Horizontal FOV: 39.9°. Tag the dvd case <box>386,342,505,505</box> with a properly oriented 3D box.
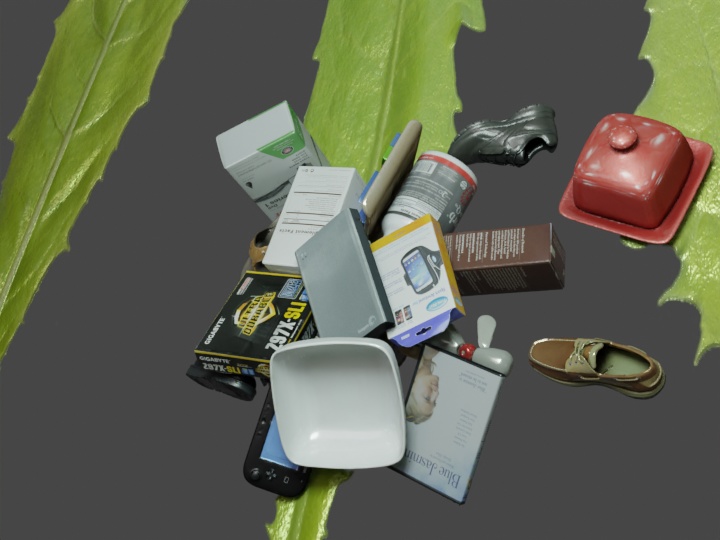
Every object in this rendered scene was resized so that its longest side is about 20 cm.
[{"bbox_3d":[0.123,0.224,1.468,0.142,0.017,0.202,20,96,34],"label":"dvd case"}]

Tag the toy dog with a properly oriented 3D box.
[{"bbox_3d":[0.151,0.117,1.531,0.200,0.096,0.132,47,111,27],"label":"toy dog"}]

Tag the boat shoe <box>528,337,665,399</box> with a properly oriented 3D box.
[{"bbox_3d":[0.340,0.128,1.438,0.199,0.074,0.076,8,64,29],"label":"boat shoe"}]

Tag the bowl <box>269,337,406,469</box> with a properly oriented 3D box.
[{"bbox_3d":[-0.025,0.189,1.481,0.198,0.202,0.075,-3,16,17],"label":"bowl"}]

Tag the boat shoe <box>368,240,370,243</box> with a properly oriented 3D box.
[{"bbox_3d":[-0.001,0.001,1.590,0.074,0.065,0.203,3,58,-24],"label":"boat shoe"}]

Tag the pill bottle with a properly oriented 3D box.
[{"bbox_3d":[0.105,-0.089,1.661,0.115,0.116,0.201,19,71,34],"label":"pill bottle"}]

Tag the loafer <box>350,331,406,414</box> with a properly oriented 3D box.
[{"bbox_3d":[0.018,0.147,1.582,0.068,0.076,0.201,25,74,29],"label":"loafer"}]

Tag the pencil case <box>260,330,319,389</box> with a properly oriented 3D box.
[{"bbox_3d":[-0.069,0.138,1.627,0.200,0.078,0.090,-41,73,-2],"label":"pencil case"}]

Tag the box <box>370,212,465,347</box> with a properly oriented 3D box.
[{"bbox_3d":[0.085,0.023,1.512,0.118,0.041,0.201,-27,56,21],"label":"box"}]

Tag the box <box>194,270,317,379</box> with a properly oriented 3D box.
[{"bbox_3d":[-0.153,0.086,1.605,0.158,0.050,0.201,7,42,21],"label":"box"}]

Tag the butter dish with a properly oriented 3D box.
[{"bbox_3d":[0.417,-0.170,1.540,0.198,0.148,0.201,20,71,35],"label":"butter dish"}]

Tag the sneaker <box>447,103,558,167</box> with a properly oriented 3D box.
[{"bbox_3d":[0.244,-0.215,1.702,0.199,0.076,0.091,-20,61,17],"label":"sneaker"}]

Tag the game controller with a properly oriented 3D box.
[{"bbox_3d":[-0.110,0.250,1.557,0.104,0.042,0.202,18,87,10],"label":"game controller"}]

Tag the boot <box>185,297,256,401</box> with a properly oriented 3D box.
[{"bbox_3d":[-0.204,0.124,1.676,0.200,0.076,0.169,3,61,57],"label":"boot"}]

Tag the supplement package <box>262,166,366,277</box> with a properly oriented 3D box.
[{"bbox_3d":[-0.065,-0.065,1.724,0.119,0.121,0.201,5,63,28],"label":"supplement package"}]

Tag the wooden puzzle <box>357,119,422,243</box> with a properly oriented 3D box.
[{"bbox_3d":[0.041,-0.141,1.670,0.046,0.200,0.186,26,73,10],"label":"wooden puzzle"}]

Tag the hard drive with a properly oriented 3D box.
[{"bbox_3d":[-0.026,0.025,1.539,0.139,0.033,0.201,-38,60,36],"label":"hard drive"}]

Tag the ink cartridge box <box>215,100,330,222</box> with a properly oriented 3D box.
[{"bbox_3d":[-0.147,-0.192,1.795,0.145,0.200,0.085,-26,56,10],"label":"ink cartridge box"}]

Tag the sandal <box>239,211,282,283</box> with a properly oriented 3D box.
[{"bbox_3d":[-0.162,-0.046,1.794,0.082,0.055,0.201,35,89,38],"label":"sandal"}]

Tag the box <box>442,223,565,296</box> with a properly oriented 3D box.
[{"bbox_3d":[0.216,-0.014,1.568,0.198,0.100,0.076,-3,63,24],"label":"box"}]
